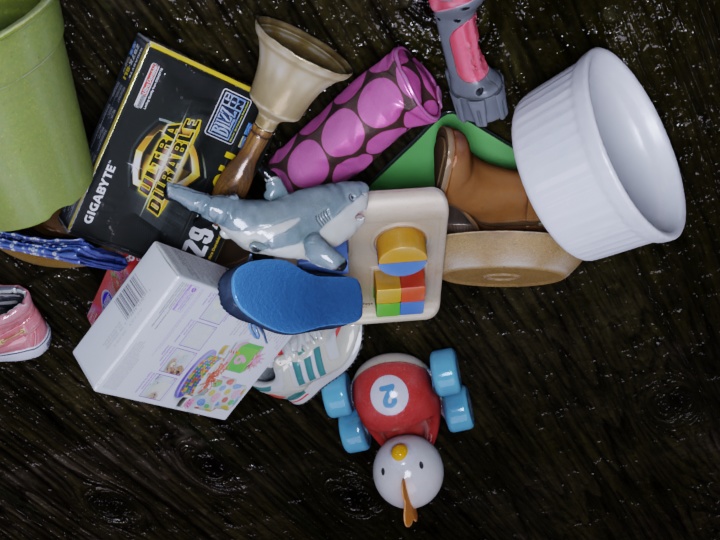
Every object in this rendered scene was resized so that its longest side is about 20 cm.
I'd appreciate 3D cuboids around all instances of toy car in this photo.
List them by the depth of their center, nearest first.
[{"bbox_3d":[0.056,0.230,1.555,0.181,0.202,0.178,-12,139,9],"label":"toy car"}]

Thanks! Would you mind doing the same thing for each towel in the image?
[{"bbox_3d":[-0.336,-0.031,1.158,0.197,0.024,0.145,11,177,7],"label":"towel"}]

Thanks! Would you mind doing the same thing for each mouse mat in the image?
[{"bbox_3d":[0.092,-0.088,1.337,0.160,0.008,0.200,25,130,-31],"label":"mouse mat"}]

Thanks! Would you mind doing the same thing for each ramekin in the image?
[{"bbox_3d":[0.234,-0.109,1.185,0.097,0.203,0.200,-23,137,32],"label":"ramekin"}]

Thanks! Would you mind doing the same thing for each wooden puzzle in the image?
[{"bbox_3d":[0.000,0.000,1.264,0.182,0.047,0.201,-4,141,-2],"label":"wooden puzzle"}]

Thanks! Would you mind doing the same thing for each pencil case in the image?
[{"bbox_3d":[-0.003,-0.135,1.212,0.093,0.092,0.199,32,126,-33],"label":"pencil case"}]

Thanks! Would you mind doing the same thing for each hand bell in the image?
[{"bbox_3d":[-0.098,-0.129,1.144,0.103,0.104,0.202,20,112,-27],"label":"hand bell"}]

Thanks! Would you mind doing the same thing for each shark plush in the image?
[{"bbox_3d":[-0.091,-0.061,1.145,0.197,0.091,0.085,11,98,-10],"label":"shark plush"}]

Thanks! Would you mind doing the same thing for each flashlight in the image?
[{"bbox_3d":[0.105,-0.223,1.134,0.067,0.068,0.201,-14,137,7],"label":"flashlight"}]

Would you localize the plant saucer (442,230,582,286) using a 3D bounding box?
[{"bbox_3d":[0.158,-0.009,1.337,0.197,0.036,0.200,2,171,0],"label":"plant saucer"}]

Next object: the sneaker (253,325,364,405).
[{"bbox_3d":[-0.073,0.101,1.492,0.092,0.071,0.200,14,139,-30],"label":"sneaker"}]

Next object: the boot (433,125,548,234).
[{"bbox_3d":[0.156,-0.089,1.270,0.152,0.078,0.201,-2,146,6],"label":"boot"}]

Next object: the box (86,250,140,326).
[{"bbox_3d":[-0.230,0.042,1.327,0.094,0.104,0.200,-22,168,-29],"label":"box"}]

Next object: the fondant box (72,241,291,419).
[{"bbox_3d":[-0.170,0.066,1.205,0.145,0.058,0.199,-51,143,12],"label":"fondant box"}]

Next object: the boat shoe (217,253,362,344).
[{"bbox_3d":[-0.076,0.036,1.170,0.068,0.086,0.199,-6,166,35],"label":"boat shoe"}]

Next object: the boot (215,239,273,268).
[{"bbox_3d":[-0.067,0.000,1.367,0.197,0.077,0.156,-20,147,0],"label":"boot"}]

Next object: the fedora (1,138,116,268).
[{"bbox_3d":[-0.316,-0.090,1.239,0.197,0.083,0.202,1,137,0],"label":"fedora"}]

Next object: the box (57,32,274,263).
[{"bbox_3d":[-0.185,-0.108,1.176,0.158,0.049,0.202,20,101,-34],"label":"box"}]

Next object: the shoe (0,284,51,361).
[{"bbox_3d":[-0.477,0.071,1.425,0.197,0.072,0.092,-11,139,-1],"label":"shoe"}]

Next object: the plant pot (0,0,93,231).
[{"bbox_3d":[-0.323,-0.146,1.054,0.197,0.201,0.192,-11,128,8],"label":"plant pot"}]
